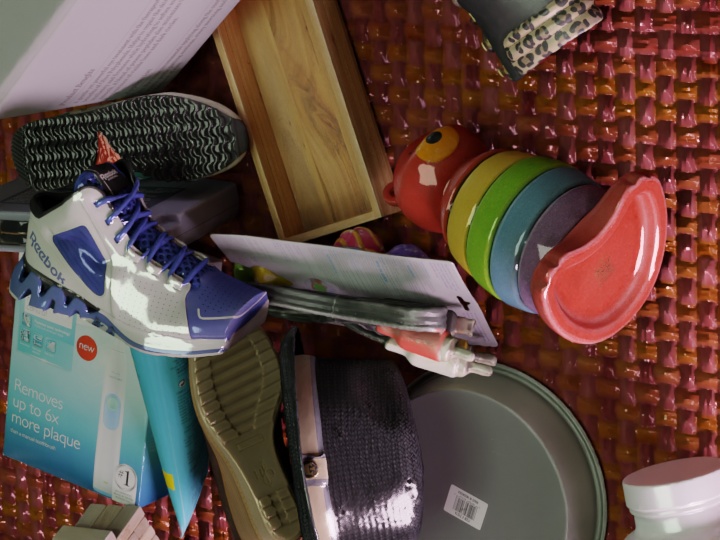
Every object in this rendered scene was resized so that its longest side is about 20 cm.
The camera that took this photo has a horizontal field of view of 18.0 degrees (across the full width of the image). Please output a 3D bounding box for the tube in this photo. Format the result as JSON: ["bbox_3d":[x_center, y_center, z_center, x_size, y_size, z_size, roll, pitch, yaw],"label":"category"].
[{"bbox_3d":[-0.142,0.111,1.770,0.050,0.077,0.200,7,131,18],"label":"tube"}]

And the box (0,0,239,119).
[{"bbox_3d":[-0.210,-0.249,1.678,0.199,0.171,0.200,-42,69,48],"label":"box"}]

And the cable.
[{"bbox_3d":[-0.002,0.042,1.643,0.200,0.097,0.050,7,84,17],"label":"cable"}]

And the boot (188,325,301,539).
[{"bbox_3d":[-0.099,0.127,1.756,0.166,0.072,0.200,153,101,-74],"label":"boot"}]

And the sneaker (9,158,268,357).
[{"bbox_3d":[-0.168,-0.015,1.648,0.199,0.081,0.115,16,119,20],"label":"sneaker"}]

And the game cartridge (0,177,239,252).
[{"bbox_3d":[-0.204,-0.045,1.778,0.200,0.133,0.042,3,103,25],"label":"game cartridge"}]

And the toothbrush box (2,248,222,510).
[{"bbox_3d":[-0.202,0.071,1.840,0.146,0.085,0.200,19,111,29],"label":"toothbrush box"}]

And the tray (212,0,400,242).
[{"bbox_3d":[-0.043,-0.126,1.712,0.099,0.037,0.200,-17,93,36],"label":"tray"}]

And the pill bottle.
[{"bbox_3d":[0.236,0.234,1.565,0.104,0.104,0.200,-9,97,36],"label":"pill bottle"}]

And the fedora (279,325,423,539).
[{"bbox_3d":[-0.001,0.135,1.652,0.092,0.201,0.201,-8,98,1],"label":"fedora"}]

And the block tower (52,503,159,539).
[{"bbox_3d":[-0.173,0.273,1.838,0.054,0.058,0.200,0,130,35],"label":"block tower"}]

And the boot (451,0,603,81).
[{"bbox_3d":[0.073,-0.198,1.586,0.151,0.073,0.200,54,142,-3],"label":"boot"}]

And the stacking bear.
[{"bbox_3d":[0.104,-0.039,1.590,0.200,0.121,0.114,32,159,37],"label":"stacking bear"}]

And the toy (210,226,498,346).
[{"bbox_3d":[0.000,0.000,1.687,0.200,0.115,0.047,4,60,26],"label":"toy"}]

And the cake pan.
[{"bbox_3d":[0.087,0.168,1.693,0.200,0.037,0.200,9,107,33],"label":"cake pan"}]

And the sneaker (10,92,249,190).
[{"bbox_3d":[-0.168,-0.106,1.773,0.200,0.093,0.070,-6,102,24],"label":"sneaker"}]
